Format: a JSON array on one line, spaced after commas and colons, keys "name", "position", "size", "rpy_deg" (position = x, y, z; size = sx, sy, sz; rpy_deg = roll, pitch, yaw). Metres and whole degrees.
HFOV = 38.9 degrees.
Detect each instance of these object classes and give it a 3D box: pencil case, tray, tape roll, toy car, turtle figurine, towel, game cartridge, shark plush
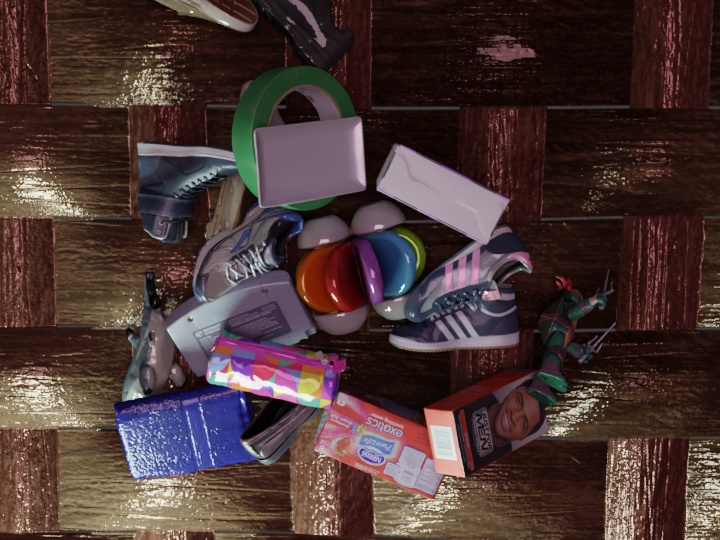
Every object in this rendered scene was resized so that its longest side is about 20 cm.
[{"name": "pencil case", "position": [-0.121, 0.141, 1.470], "size": [0.198, 0.088, 0.089], "rpy_deg": [9, 97, 3]}, {"name": "tray", "position": [-0.072, -0.153, 1.417], "size": [0.199, 0.022, 0.108], "rpy_deg": [-14, 106, -42]}, {"name": "tape roll", "position": [-0.089, -0.187, 1.443], "size": [0.200, 0.048, 0.202], "rpy_deg": [-8, 101, -44]}, {"name": "toy car", "position": [0.000, 0.000, 1.477], "size": [0.198, 0.150, 0.176], "rpy_deg": [-14, 97, 2]}, {"name": "turtle figurine", "position": [0.310, 0.094, 1.511], "size": [0.100, 0.150, 0.201], "rpy_deg": [18, 62, 24]}, {"name": "towel", "position": [-0.260, 0.237, 1.537], "size": [0.198, 0.050, 0.149], "rpy_deg": [-9, 120, -5]}, {"name": "game cartridge", "position": [-0.180, 0.076, 1.514], "size": [0.199, 0.041, 0.134], "rpy_deg": [-20, 131, 4]}, {"name": "shark plush", "position": [-0.329, 0.106, 1.537], "size": [0.083, 0.091, 0.202], "rpy_deg": [4, 105, 31]}]

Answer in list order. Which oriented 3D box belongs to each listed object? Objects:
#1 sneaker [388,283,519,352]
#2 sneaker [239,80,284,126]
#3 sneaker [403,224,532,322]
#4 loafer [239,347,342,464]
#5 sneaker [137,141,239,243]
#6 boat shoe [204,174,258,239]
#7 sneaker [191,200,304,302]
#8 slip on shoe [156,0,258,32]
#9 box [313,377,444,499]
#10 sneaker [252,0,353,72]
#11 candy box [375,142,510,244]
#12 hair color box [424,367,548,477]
[{"name": "sneaker", "position": [0.140, 0.061, 1.524], "size": [0.198, 0.070, 0.109], "rpy_deg": [-2, 102, -7]}, {"name": "sneaker", "position": [-0.127, -0.180, 1.485], "size": [0.075, 0.089, 0.201], "rpy_deg": [-26, 97, 2]}, {"name": "sneaker", "position": [0.155, 0.021, 1.456], "size": [0.200, 0.070, 0.082], "rpy_deg": [-39, 61, 3]}, {"name": "loafer", "position": [-0.102, 0.196, 1.522], "size": [0.063, 0.072, 0.201], "rpy_deg": [42, 81, -36]}, {"name": "sneaker", "position": [-0.238, -0.111, 1.478], "size": [0.201, 0.077, 0.148], "rpy_deg": [5, 93, 27]}, {"name": "boat shoe", "position": [-0.195, -0.054, 1.519], "size": [0.065, 0.072, 0.202], "rpy_deg": [22, 102, 35]}, {"name": "sneaker", "position": [-0.157, -0.028, 1.452], "size": [0.200, 0.085, 0.077], "rpy_deg": [-49, 140, -24]}, {"name": "slip on shoe", "position": [-0.244, -0.396, 1.475], "size": [0.199, 0.076, 0.061], "rpy_deg": [25, 137, -11]}, {"name": "box", "position": [0.038, 0.252, 1.537], "size": [0.199, 0.095, 0.100], "rpy_deg": [23, 96, -3]}, {"name": "sneaker", "position": [-0.092, -0.380, 1.476], "size": [0.091, 0.076, 0.200], "rpy_deg": [-42, 102, -5]}, {"name": "candy box", "position": [0.109, -0.113, 1.437], "size": [0.167, 0.200, 0.072], "rpy_deg": [26, 97, -3]}, {"name": "hair color box", "position": [0.187, 0.219, 1.492], "size": [0.199, 0.061, 0.102], "rpy_deg": [-19, 100, -42]}]
